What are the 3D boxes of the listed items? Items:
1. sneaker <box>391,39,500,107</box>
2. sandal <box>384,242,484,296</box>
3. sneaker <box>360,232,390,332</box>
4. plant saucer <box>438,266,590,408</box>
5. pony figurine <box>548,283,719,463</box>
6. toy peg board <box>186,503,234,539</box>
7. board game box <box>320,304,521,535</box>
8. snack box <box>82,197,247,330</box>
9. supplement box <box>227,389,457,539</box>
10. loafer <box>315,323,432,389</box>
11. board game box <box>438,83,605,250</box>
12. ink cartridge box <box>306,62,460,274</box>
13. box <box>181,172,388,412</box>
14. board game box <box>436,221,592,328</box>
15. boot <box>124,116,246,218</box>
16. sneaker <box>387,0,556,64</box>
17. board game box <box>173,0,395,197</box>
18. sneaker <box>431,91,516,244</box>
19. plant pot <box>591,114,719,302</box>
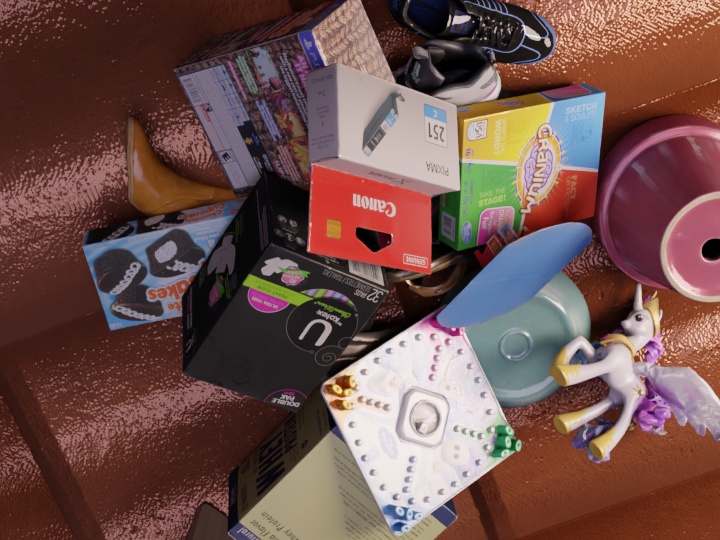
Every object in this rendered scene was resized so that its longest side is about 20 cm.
[{"bbox_3d":[0.052,-0.204,1.423,0.198,0.140,0.078,-17,76,2],"label":"sneaker"},{"bbox_3d":[0.081,0.000,1.490,0.081,0.200,0.055,1,97,28],"label":"sandal"},{"bbox_3d":[0.000,0.000,1.530,0.076,0.084,0.202,6,120,-7],"label":"sneaker"},{"bbox_3d":[0.187,0.086,1.609,0.198,0.036,0.202,-2,112,-4],"label":"plant saucer"},{"bbox_3d":[0.321,0.138,1.569,0.199,0.166,0.194,-32,99,-29],"label":"pony figurine"},{"bbox_3d":[-0.164,0.435,1.643,0.199,0.201,0.098,38,119,-17],"label":"toy peg board"},{"bbox_3d":[0.076,0.172,1.537,0.199,0.026,0.201,-31,100,-25],"label":"board game box"},{"bbox_3d":[-0.200,-0.007,1.484,0.198,0.037,0.117,-12,123,0],"label":"snack box"},{"bbox_3d":[-0.026,0.276,1.614,0.200,0.134,0.200,41,103,-18],"label":"supplement box"},{"bbox_3d":[0.005,0.114,1.552,0.198,0.072,0.073,-12,151,-19],"label":"loafer"},{"bbox_3d":[0.180,-0.118,1.476,0.198,0.040,0.155,-15,119,-29],"label":"board game box"},{"bbox_3d":[0.026,-0.096,1.315,0.044,0.199,0.178,-8,79,39],"label":"ink cartridge box"},{"bbox_3d":[-0.086,0.028,1.418,0.147,0.125,0.200,22,124,-24],"label":"box"},{"bbox_3d":[0.167,-0.008,1.488,0.157,0.039,0.200,-6,149,-43],"label":"board game box"},{"bbox_3d":[-0.191,-0.086,1.503,0.142,0.071,0.203,-7,117,-7],"label":"boot"},{"bbox_3d":[0.125,-0.266,1.444,0.198,0.078,0.071,13,109,-9],"label":"sneaker"},{"bbox_3d":[-0.071,-0.182,1.401,0.199,0.097,0.161,-7,118,38],"label":"board game box"},{"bbox_3d":[0.124,-0.111,1.505,0.073,0.080,0.201,29,105,-12],"label":"sneaker"},{"bbox_3d":[0.375,-0.057,1.491,0.198,0.179,0.202,-2,111,-4],"label":"plant pot"}]
